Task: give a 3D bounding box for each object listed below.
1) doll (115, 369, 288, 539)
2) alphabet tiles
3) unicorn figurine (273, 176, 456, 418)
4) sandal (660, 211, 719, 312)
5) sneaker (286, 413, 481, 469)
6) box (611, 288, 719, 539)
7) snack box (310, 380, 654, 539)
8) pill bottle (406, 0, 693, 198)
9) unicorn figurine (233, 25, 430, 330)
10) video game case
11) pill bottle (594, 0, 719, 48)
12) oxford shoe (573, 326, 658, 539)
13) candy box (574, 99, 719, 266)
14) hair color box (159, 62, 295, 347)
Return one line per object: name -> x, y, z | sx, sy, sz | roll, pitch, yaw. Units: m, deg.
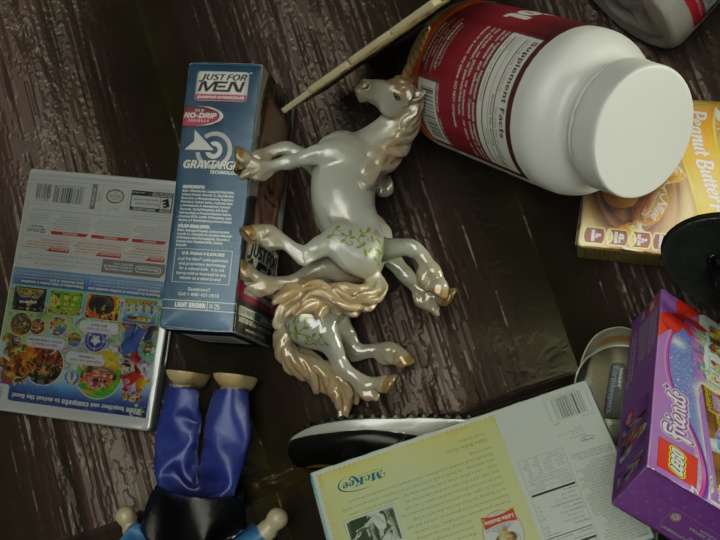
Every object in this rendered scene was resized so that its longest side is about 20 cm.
doll -> -0.118, 0.178, 0.870 | 0.136, 0.048, 0.201 | 3, 80, 13
alphabet tiles -> 0.025, -0.168, 0.821 | 0.166, 0.200, 0.006 | -33, 97, 18
unicorn figurine -> 0.000, 0.000, 0.857 | 0.137, 0.074, 0.200 | 34, 87, 12
sandal -> 0.294, 0.028, 0.774 | 0.200, 0.048, 0.075 | 33, 121, -2
sneaker -> 0.042, 0.151, 0.830 | 0.199, 0.070, 0.091 | -2, 77, 10
box -> 0.232, 0.107, 0.725 | 0.136, 0.200, 0.039 | 32, 123, -2
snack box -> 0.077, 0.159, 0.757 | 0.199, 0.037, 0.117 | -18, 58, 0
pill bottle -> 0.126, -0.117, 0.792 | 0.113, 0.113, 0.200 | -55, 37, -1
unicorn figurine -> -0.018, -0.060, 0.801 | 0.137, 0.074, 0.201 | -3, 84, -7
video game case -> -0.218, 0.021, 0.935 | 0.142, 0.018, 0.201 | 6, 81, 12
pill bottle -> 0.256, -0.270, 0.838 | 0.111, 0.111, 0.200 | 43, 90, 15
oxford shoe -> 0.175, 0.138, 0.812 | 0.075, 0.058, 0.201 | 4, 82, 11
candy box -> 0.261, -0.059, 0.828 | 0.199, 0.055, 0.116 | 6, 83, 13
hair color box -> -0.098, -0.047, 0.879 | 0.060, 0.100, 0.201 | 3, 81, 12
